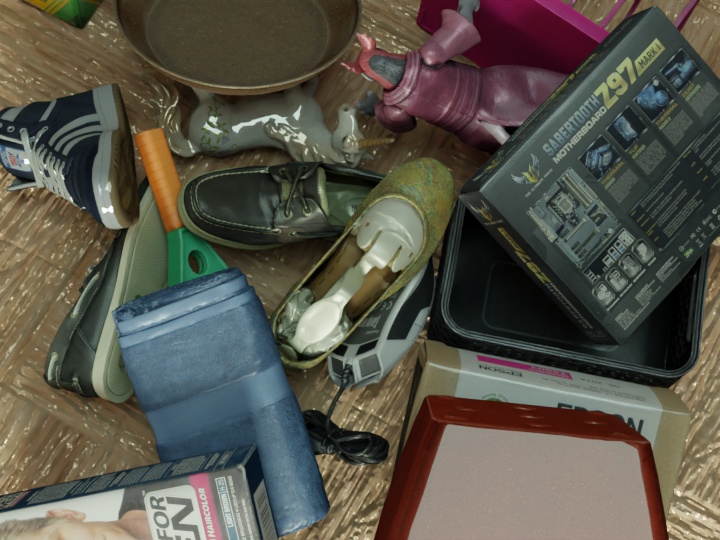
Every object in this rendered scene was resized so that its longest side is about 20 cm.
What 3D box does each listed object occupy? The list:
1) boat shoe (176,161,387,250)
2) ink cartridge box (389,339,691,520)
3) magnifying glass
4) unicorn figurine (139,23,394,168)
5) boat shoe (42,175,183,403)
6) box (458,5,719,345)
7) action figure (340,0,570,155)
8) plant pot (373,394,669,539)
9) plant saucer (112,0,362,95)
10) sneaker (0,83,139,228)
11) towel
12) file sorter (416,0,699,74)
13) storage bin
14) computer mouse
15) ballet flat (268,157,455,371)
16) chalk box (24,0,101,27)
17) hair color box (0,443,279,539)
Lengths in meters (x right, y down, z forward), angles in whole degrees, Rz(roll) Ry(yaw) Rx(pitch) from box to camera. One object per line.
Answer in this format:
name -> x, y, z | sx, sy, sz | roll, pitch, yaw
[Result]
boat shoe -> -0.041, -0.057, 1.067 | 0.200, 0.066, 0.072 | 3, 68, -25
ink cartridge box -> 0.125, 0.155, 1.003 | 0.199, 0.075, 0.165 | 11, 98, 0
magnifying glass -> -0.132, -0.013, 1.056 | 0.080, 0.022, 0.201 | -20, 90, -50
unicorn figurine -> -0.074, -0.134, 1.123 | 0.199, 0.074, 0.138 | -13, 73, 8
boat shoe -> -0.190, 0.005, 1.064 | 0.067, 0.072, 0.200 | 3, 62, 26
box -> 0.194, -0.069, 0.997 | 0.158, 0.051, 0.200 | 46, 77, -11
action figure -> 0.074, -0.129, 1.073 | 0.199, 0.134, 0.149 | 14, 38, -24
plant pot -> 0.102, 0.180, 0.879 | 0.199, 0.200, 0.177 | 7, 92, 1
plant saucer -> -0.099, -0.204, 1.101 | 0.200, 0.037, 0.201 | 4, 51, -4
sneaker -> -0.231, -0.080, 1.048 | 0.108, 0.070, 0.200 | -12, 30, -5
towel -> -0.101, 0.105, 1.004 | 0.111, 0.049, 0.201 | -18, 95, 6
file sorter -> 0.169, -0.227, 1.130 | 0.200, 0.139, 0.126 | 35, 71, 7
storage bin -> 0.162, 0.016, 1.073 | 0.199, 0.094, 0.136 | 12, 71, -1
computer mouse -> 0.014, 0.063, 1.056 | 0.044, 0.110, 0.200 | 41, 62, -29
ballet flat -> 0.000, 0.000, 1.028 | 0.071, 0.071, 0.200 | 44, 99, 10
chalk box -> -0.256, -0.312, 1.091 | 0.124, 0.200, 0.124 | 27, 72, 5
hair color box -> -0.162, 0.195, 0.965 | 0.199, 0.061, 0.100 | -12, 96, 7
